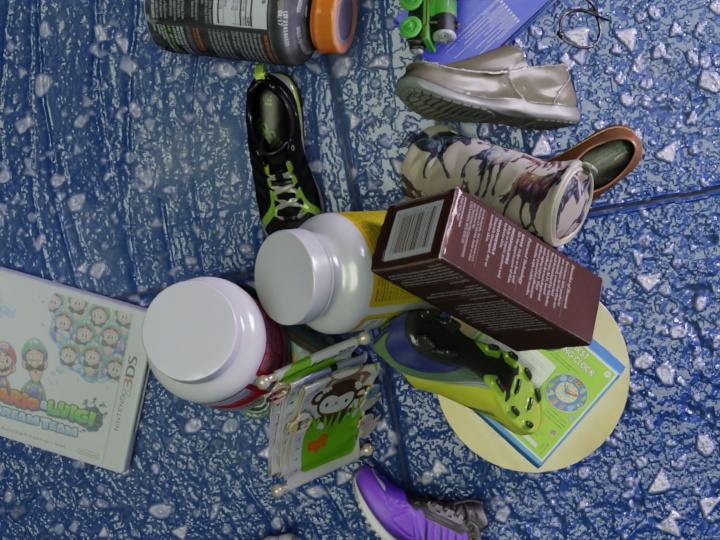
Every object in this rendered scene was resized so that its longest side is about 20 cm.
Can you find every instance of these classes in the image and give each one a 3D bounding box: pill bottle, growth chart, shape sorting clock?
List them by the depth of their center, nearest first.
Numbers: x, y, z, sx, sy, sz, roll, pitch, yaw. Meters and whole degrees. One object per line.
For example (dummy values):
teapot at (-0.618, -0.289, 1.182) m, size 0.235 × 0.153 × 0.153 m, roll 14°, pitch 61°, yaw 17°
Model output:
pill bottle at (-0.134, 0.069, 1.052) m, size 0.110 × 0.200 × 0.114 m, roll -1°, pitch 79°, yaw 6°
pill bottle at (0.000, 0.000, 1.085) m, size 0.112 × 0.198 × 0.114 m, roll 5°, pitch 97°, yaw 44°
growth chart at (-0.036, 0.141, 1.111) m, size 0.143 × 0.202 × 0.018 m, roll -25°, pitch 50°, yaw -24°
pill bottle at (-0.105, -0.260, 1.121) m, size 0.197 × 0.106 × 0.108 m, roll 10°, pitch 98°, yaw 17°
shape sorting clock at (0.174, 0.104, 1.157) m, size 0.197 × 0.039 × 0.203 m, roll 0°, pitch 92°, yaw 12°

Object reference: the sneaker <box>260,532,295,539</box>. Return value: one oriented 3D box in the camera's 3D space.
sneaker at (-0.061, 0.376, 1.212) m, size 0.099 × 0.075 × 0.202 m, roll -30°, pitch 90°, yaw 13°

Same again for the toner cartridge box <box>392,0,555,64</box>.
toner cartridge box at (0.136, -0.278, 1.120) m, size 0.200 × 0.043 × 0.095 m, roll -41°, pitch 88°, yaw 12°

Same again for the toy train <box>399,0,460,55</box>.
toy train at (0.070, -0.301, 1.095) m, size 0.056 × 0.042 × 0.203 m, roll -4°, pitch 71°, yaw 18°

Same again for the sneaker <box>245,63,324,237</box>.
sneaker at (-0.088, -0.107, 1.159) m, size 0.071 × 0.083 × 0.203 m, roll -11°, pitch 94°, yaw 12°

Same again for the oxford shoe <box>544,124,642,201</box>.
oxford shoe at (0.189, -0.076, 1.120) m, size 0.199 × 0.071 × 0.072 m, roll -38°, pitch 90°, yaw 14°

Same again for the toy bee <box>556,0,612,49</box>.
toy bee at (0.182, -0.320, 1.027) m, size 0.200 × 0.109 × 0.131 m, roll 41°, pitch 75°, yaw -1°

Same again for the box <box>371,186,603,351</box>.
box at (0.119, 0.004, 1.038) m, size 0.199 × 0.100 × 0.076 m, roll 30°, pitch 66°, yaw -31°

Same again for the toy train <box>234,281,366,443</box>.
toy train at (-0.087, 0.100, 1.187) m, size 0.198 × 0.085 × 0.115 m, roll 31°, pitch 91°, yaw 5°

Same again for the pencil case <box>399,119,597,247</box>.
pencil case at (0.129, -0.085, 1.084) m, size 0.198 × 0.077 × 0.091 m, roll 20°, pitch 103°, yaw 38°

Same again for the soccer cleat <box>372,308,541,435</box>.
soccer cleat at (0.096, 0.101, 1.097) m, size 0.199 × 0.065 × 0.083 m, roll 35°, pitch 140°, yaw -28°

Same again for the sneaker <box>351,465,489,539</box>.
sneaker at (0.080, 0.264, 1.184) m, size 0.099 × 0.070 × 0.200 m, roll -42°, pitch 92°, yaw 5°

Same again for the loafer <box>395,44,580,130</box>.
loafer at (0.123, -0.180, 1.092) m, size 0.197 × 0.075 × 0.071 m, roll 4°, pitch 85°, yaw -29°

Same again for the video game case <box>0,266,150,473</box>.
video game case at (-0.332, 0.110, 1.258) m, size 0.197 × 0.024 × 0.185 m, roll 15°, pitch 98°, yaw 9°
